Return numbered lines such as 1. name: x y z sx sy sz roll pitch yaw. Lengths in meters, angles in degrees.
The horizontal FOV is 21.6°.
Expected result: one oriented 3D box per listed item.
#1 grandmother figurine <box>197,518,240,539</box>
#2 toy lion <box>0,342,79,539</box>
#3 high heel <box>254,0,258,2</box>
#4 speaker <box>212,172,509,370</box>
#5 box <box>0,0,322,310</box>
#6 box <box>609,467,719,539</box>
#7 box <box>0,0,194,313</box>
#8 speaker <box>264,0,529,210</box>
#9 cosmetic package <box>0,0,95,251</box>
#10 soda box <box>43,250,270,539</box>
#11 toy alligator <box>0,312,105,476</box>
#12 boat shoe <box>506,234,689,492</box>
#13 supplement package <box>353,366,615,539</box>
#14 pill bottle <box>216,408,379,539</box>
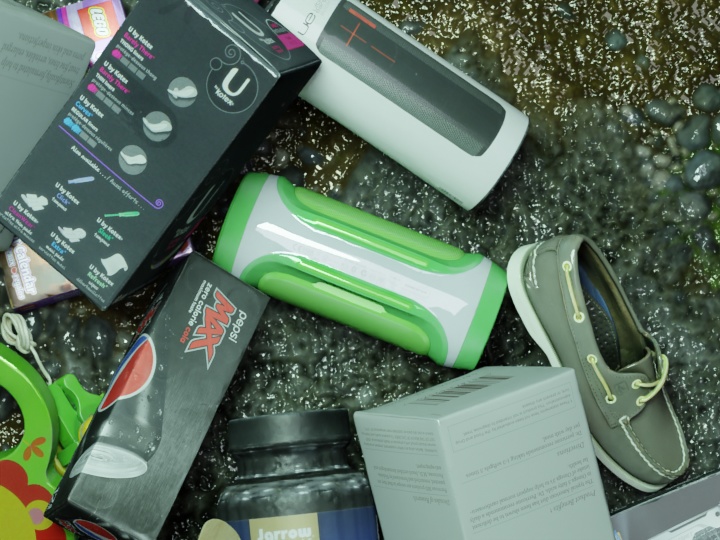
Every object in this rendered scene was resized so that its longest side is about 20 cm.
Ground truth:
1. grandmother figurine: -0.131 0.255 1.261 0.200 0.060 0.122 -45 72 36
2. toy lion: -0.272 0.151 1.301 0.191 0.069 0.201 30 100 -2
3. high heel: -0.066 -0.202 1.369 0.096 0.067 0.201 19 98 -30
4. speaker: 0.000 0.000 1.327 0.199 0.088 0.089 21 83 1
5. box: -0.133 -0.089 1.247 0.106 0.122 0.200 39 107 2
6. box: 0.265 0.243 1.324 0.157 0.050 0.202 -20 84 -4
7. box: -0.210 -0.085 1.355 0.136 0.039 0.202 -17 84 -4
8. speaker: 0.017 -0.129 1.329 0.199 0.081 0.082 34 83 -8
9. cosmetic package: -0.318 -0.128 1.262 0.199 0.165 0.166 25 96 14
10. soda box: -0.137 0.091 1.283 0.070 0.063 0.201 31 62 -14
11. toy alligator: -0.189 0.114 1.328 0.054 0.059 0.201 -20 82 -45
12. boat shoe: 0.176 0.065 1.312 0.072 0.060 0.203 -41 104 -42
13. supplement package: 0.091 0.176 1.259 0.116 0.117 0.202 -16 96 -29
14. pill bottle: -0.040 0.199 1.290 0.111 0.112 0.202 -6 84 -2
